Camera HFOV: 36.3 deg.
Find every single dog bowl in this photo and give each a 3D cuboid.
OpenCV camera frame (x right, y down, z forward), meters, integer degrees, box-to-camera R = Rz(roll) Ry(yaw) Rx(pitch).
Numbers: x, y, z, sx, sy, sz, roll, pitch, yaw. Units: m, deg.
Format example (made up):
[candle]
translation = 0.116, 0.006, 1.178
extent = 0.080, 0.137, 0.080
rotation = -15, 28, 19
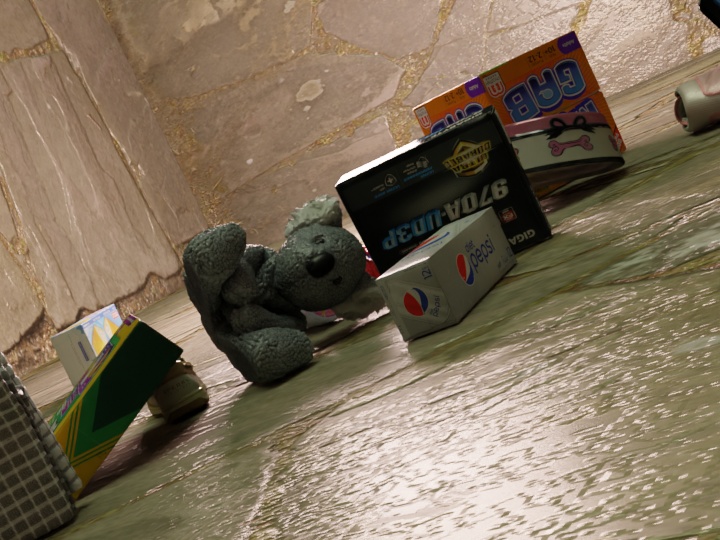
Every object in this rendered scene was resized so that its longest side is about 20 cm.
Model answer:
[dog bowl]
translation = 0.252, -0.161, 1.489
extent = 0.199, 0.074, 0.200
rotation = -8, -3, 0

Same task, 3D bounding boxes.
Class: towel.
[towel]
translation = -0.358, 0.180, 0.935
extent = 0.200, 0.166, 0.086
rotation = -28, 10, -13

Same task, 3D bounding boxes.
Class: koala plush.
[koala plush]
translation = -0.080, 0.012, 1.233
extent = 0.200, 0.178, 0.184
rotation = -32, -3, -18

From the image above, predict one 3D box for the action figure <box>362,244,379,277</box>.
[action figure]
translation = 0.000, 0.000, 1.440
extent = 0.200, 0.066, 0.052
rotation = -10, 17, 47

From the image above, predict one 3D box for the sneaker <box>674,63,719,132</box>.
[sneaker]
translation = 0.487, -0.248, 1.525
extent = 0.104, 0.076, 0.200
rotation = -17, 13, 24

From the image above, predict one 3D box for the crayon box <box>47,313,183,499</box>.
[crayon box]
translation = -0.263, 0.132, 1.135
extent = 0.173, 0.058, 0.200
rotation = -56, 12, -9

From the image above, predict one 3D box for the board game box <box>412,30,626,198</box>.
[board game box]
translation = 0.244, -0.221, 1.710
extent = 0.200, 0.200, 0.200
rotation = -29, 7, -26

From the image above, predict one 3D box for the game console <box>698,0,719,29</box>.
[game console]
translation = 0.663, -0.425, 1.698
extent = 0.200, 0.117, 0.176
rotation = -40, 20, -15

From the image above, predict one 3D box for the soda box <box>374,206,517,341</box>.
[soda box]
translation = 0.089, -0.001, 1.095
extent = 0.063, 0.068, 0.200
rotation = -22, 7, 29

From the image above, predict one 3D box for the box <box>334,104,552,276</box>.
[box]
translation = 0.094, -0.073, 1.248
extent = 0.199, 0.159, 0.046
rotation = -24, 13, 16

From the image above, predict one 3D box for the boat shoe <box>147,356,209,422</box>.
[boat shoe]
translation = -0.220, 0.127, 1.278
extent = 0.074, 0.067, 0.200
rotation = -27, 6, -18

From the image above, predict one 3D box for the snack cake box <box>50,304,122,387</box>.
[snack cake box]
translation = -0.485, 0.143, 2.020
extent = 0.067, 0.115, 0.200
rotation = -24, 7, 7

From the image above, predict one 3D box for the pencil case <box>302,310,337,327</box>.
[pencil case]
translation = -0.088, 0.032, 1.427
extent = 0.083, 0.091, 0.200
rotation = -53, 20, -24
